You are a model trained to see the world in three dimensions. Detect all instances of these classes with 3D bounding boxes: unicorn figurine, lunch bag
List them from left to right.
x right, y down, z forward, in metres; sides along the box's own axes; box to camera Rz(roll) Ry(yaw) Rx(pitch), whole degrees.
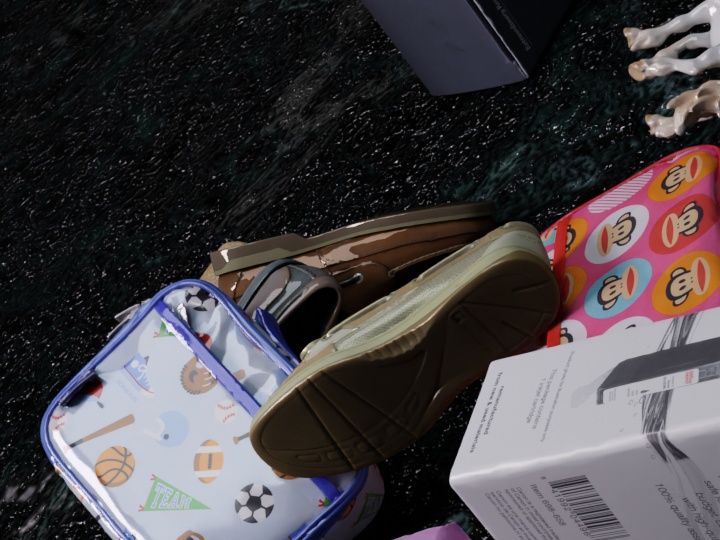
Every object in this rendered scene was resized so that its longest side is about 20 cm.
[{"bbox_3d":[-0.089,0.105,1.242,0.160,0.076,0.200,-43,65,-3],"label":"lunch bag"},{"bbox_3d":[0.151,0.035,1.154,0.176,0.082,0.201,-29,29,26],"label":"lunch bag"},{"bbox_3d":[0.241,-0.159,1.338,0.137,0.074,0.201,-20,47,15],"label":"unicorn figurine"}]

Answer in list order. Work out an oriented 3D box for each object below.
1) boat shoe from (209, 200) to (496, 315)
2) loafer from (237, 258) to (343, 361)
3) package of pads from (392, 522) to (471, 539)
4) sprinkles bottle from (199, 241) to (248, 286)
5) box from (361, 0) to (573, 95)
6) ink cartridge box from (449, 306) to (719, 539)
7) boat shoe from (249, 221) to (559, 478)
[{"bbox_3d":[0.000,0.000,1.391,0.198,0.069,0.072,-12,0,13],"label":"boat shoe"},{"bbox_3d":[-0.073,0.084,1.310,0.063,0.072,0.201,8,71,60],"label":"loafer"},{"bbox_3d":[0.002,0.230,1.046,0.120,0.076,0.201,-25,32,27],"label":"package of pads"},{"bbox_3d":[-0.121,0.073,1.424,0.068,0.068,0.200,-1,46,49],"label":"sprinkles bottle"},{"bbox_3d":[0.092,-0.256,1.557,0.104,0.148,0.201,-5,43,46],"label":"box"},{"bbox_3d":[0.167,0.098,0.967,0.199,0.145,0.084,-15,36,37],"label":"ink cartridge box"},{"bbox_3d":[0.023,0.045,1.165,0.200,0.073,0.063,-38,24,16],"label":"boat shoe"}]
